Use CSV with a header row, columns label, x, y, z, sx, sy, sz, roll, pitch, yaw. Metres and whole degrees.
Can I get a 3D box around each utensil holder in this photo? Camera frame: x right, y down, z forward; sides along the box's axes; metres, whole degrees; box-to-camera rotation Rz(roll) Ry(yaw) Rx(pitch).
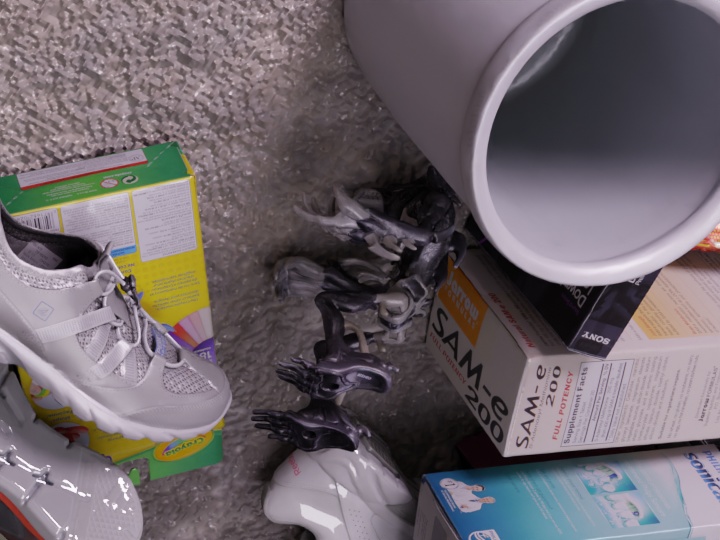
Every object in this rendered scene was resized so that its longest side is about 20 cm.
label,x,y,z,sx,sy,sz,roll,pitch,yaw
utensil holder,0.098,-0.113,1.179,0.169,0.200,0.170,-11,123,-17

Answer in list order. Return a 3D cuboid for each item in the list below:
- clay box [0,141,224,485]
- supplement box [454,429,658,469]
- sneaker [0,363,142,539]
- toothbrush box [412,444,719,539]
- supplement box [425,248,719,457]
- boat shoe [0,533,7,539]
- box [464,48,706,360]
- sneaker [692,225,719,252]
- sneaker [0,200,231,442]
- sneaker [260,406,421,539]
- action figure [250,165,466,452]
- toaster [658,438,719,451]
label,x,y,z,sx,sy,sz,roll,pitch,yaw
clay box,-0.143,0.033,1.252,0.115,0.048,0.201,-12,125,-13
supplement box,0.149,0.181,1.450,0.110,0.086,0.200,-26,126,-7
sneaker,-0.214,0.100,1.220,0.200,0.082,0.077,46,52,-2
toothbrush box,0.134,0.195,1.346,0.199,0.085,0.147,-4,121,-20
supplement box,0.157,0.044,1.347,0.199,0.126,0.074,-2,121,-22
boat shoe,-0.266,0.164,1.266,0.201,0.063,0.074,-6,122,-18
box,0.148,-0.068,1.265,0.036,0.143,0.200,21,110,-34
sneaker,0.267,-0.057,1.383,0.199,0.073,0.077,-17,103,-19
sneaker,-0.143,0.025,1.170,0.200,0.075,0.082,29,110,-30
sneaker,0.010,0.172,1.399,0.099,0.078,0.200,-39,118,10
action figure,0.000,0.000,1.255,0.102,0.200,0.119,22,142,5
toaster,0.298,0.110,1.415,0.118,0.181,0.200,28,106,-33
